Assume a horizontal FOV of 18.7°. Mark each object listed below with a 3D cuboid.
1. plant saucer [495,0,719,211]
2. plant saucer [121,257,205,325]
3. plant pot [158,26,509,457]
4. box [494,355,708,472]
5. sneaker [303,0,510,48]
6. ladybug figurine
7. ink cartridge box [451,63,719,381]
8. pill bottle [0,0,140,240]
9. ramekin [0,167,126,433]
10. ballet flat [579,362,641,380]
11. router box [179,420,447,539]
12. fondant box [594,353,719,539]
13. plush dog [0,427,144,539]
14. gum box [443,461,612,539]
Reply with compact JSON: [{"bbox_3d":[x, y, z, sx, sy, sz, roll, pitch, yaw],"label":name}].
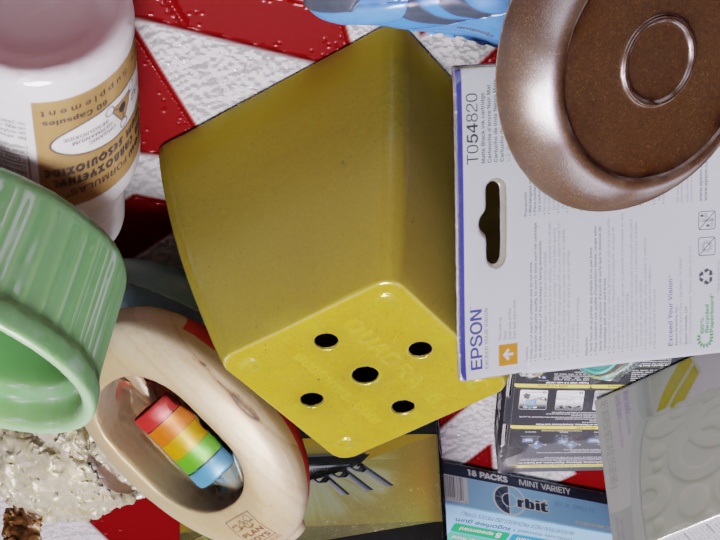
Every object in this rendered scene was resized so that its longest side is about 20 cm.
[{"bbox_3d":[0.168,-0.127,1.290,0.200,0.032,0.201,-13,116,-29],"label":"plant saucer"},{"bbox_3d":[-0.127,0.037,1.521,0.200,0.039,0.201,21,160,8],"label":"plant saucer"},{"bbox_3d":[0.000,0.000,1.417,0.200,0.177,0.200,-25,134,26],"label":"plant pot"},{"bbox_3d":[0.203,0.086,1.623,0.199,0.049,0.162,-1,137,-1],"label":"box"},{"bbox_3d":[0.067,-0.159,1.313,0.199,0.066,0.079,-7,129,3],"label":"sneaker"},{"bbox_3d":[-0.106,0.099,1.438,0.200,0.072,0.136,49,131,-10],"label":"ladybug figurine"},{"bbox_3d":[0.142,-0.038,1.361,0.199,0.041,0.200,-5,101,-21],"label":"ink cartridge box"},{"bbox_3d":[-0.193,-0.095,1.344,0.114,0.115,0.200,1,144,-3],"label":"pill bottle"},{"bbox_3d":[-0.239,0.011,1.330,0.199,0.098,0.200,16,156,8],"label":"ramekin"},{"bbox_3d":[0.219,-0.007,1.500,0.074,0.074,0.200,32,112,-33],"label":"ballet flat"},{"bbox_3d":[-0.035,0.181,1.641,0.199,0.158,0.052,-6,140,3],"label":"router box"},{"bbox_3d":[0.267,0.120,1.519,0.200,0.145,0.058,-26,131,22],"label":"fondant box"},{"bbox_3d":[-0.178,0.117,1.547,0.171,0.161,0.200,-18,140,28],"label":"plush dog"},{"bbox_3d":[0.094,0.241,1.800,0.169,0.045,0.200,12,138,-16],"label":"gum box"}]
